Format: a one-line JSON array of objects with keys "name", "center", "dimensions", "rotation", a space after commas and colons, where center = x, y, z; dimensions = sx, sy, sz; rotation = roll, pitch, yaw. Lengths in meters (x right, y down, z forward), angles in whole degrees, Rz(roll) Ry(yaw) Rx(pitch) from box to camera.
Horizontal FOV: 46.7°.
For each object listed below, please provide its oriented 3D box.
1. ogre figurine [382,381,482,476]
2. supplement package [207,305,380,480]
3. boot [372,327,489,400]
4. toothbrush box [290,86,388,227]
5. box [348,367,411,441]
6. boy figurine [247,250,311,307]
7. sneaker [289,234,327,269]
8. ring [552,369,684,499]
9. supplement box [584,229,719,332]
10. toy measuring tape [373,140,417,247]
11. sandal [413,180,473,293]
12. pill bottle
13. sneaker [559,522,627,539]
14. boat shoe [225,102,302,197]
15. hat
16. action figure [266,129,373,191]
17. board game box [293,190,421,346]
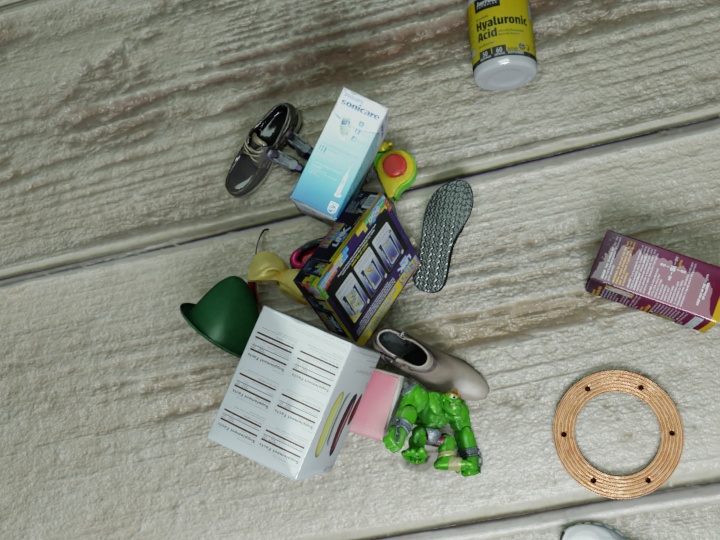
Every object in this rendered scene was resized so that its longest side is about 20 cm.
[{"name": "ogre figurine", "center": [0.116, 0.248, 1.318], "dimensions": [0.200, 0.098, 0.120], "rotation": [13, 60, -18]}, {"name": "supplement package", "center": [-0.089, 0.179, 1.218], "dimensions": [0.147, 0.191, 0.200], "rotation": [22, 87, 16]}, {"name": "boot", "center": [0.110, 0.151, 1.339], "dimensions": [0.200, 0.146, 0.070], "rotation": [22, 82, 15]}, {"name": "toothbrush box", "center": [-0.030, -0.180, 1.379], "dimensions": [0.085, 0.146, 0.200], "rotation": [26, 87, 4]}, {"name": "box", "center": [-0.031, 0.200, 1.367], "dimensions": [0.200, 0.128, 0.109], "rotation": [14, 83, 15]}, {"name": "boy figurine", "center": [-0.099, 0.038, 1.404], "dimensions": [0.200, 0.124, 0.065], "rotation": [33, 82, -8]}, {"name": "sneaker", "center": [-0.025, -0.034, 1.443], "dimensions": [0.200, 0.075, 0.081], "rotation": [-23, 75, 5]}, {"name": "ring", "center": [0.407, 0.258, 1.323], "dimensions": [0.200, 0.019, 0.201], "rotation": [-2, 79, 12]}, {"name": "supplement box", "center": [0.466, 0.018, 1.313], "dimensions": [0.200, 0.110, 0.086], "rotation": [21, 83, 15]}, {"name": "toy measuring tape", "center": [0.078, -0.141, 1.448], "dimensions": [0.073, 0.074, 0.200], "rotation": [-23, 75, 6]}, {"name": "sandal", "center": [0.139, -0.060, 1.435], "dimensions": [0.075, 0.048, 0.201], "rotation": [20, 96, 14]}, {"name": "pill bottle", "center": [0.242, -0.426, 1.452], "dimensions": [0.111, 0.111, 0.200], "rotation": [-7, 76, 10]}, {"name": "sneaker", "center": [0.399, 0.438, 1.252], "dimensions": [0.200, 0.087, 0.075], "rotation": [18, 84, 16]}, {"name": "boat shoe", "center": [-0.186, -0.226, 1.516], "dimensions": [0.074, 0.073, 0.200], "rotation": [32, 86, 16]}, {"name": "hat", "center": [-0.193, 0.029, 1.406], "dimensions": [0.200, 0.166, 0.176], "rotation": [38, 99, 34]}, {"name": "action figure", "center": [-0.064, -0.170, 1.484], "dimensions": [0.200, 0.069, 0.130], "rotation": [32, 80, 13]}, {"name": "board game box", "center": [0.000, 0.000, 1.339], "dimensions": [0.057, 0.165, 0.200], "rotation": [12, 56, 40]}]
